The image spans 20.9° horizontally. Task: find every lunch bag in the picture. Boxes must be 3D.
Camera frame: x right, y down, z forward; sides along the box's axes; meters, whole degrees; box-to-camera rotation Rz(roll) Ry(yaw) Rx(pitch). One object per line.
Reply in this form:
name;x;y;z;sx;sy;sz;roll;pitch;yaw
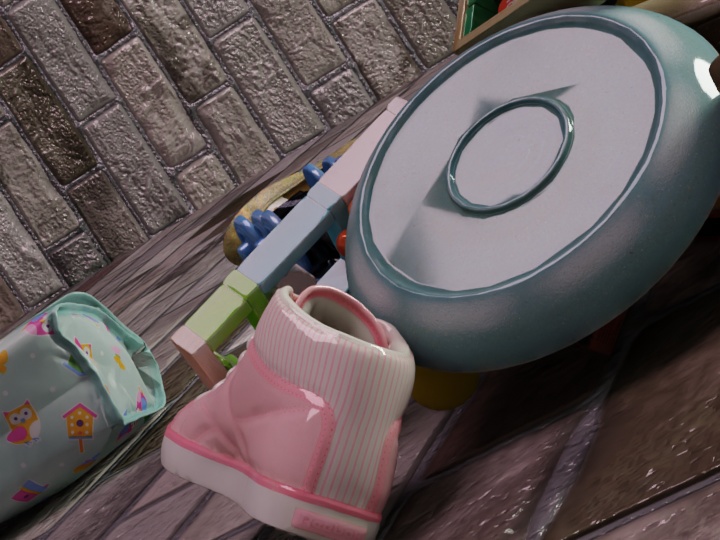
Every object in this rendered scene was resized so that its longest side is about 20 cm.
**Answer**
lunch bag;-0.245;0.105;1.457;0.170;0.122;0.200;-34;-1;6

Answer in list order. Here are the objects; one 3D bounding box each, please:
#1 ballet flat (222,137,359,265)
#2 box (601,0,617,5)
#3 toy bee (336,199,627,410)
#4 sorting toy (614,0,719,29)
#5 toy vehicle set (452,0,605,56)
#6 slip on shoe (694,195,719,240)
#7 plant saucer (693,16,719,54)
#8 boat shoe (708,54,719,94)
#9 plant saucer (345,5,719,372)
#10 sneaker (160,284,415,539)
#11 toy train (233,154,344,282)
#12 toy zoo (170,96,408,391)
ballet flat;-0.052;-0.069;1.995;0.200;0.071;0.071;-34;8;-10
box;0.158;-0.261;1.094;0.197;0.124;0.200;-53;29;29
toy bee;0.045;0.004;0.941;0.200;0.109;0.131;147;139;-64
sorting toy;0.208;-0.138;0.989;0.185;0.036;0.200;-19;-7;28
toy vehicle set;0.104;-0.209;0.981;0.124;0.027;0.200;-31;43;49
slip on shoe;0.162;-0.042;0.950;0.074;0.061;0.200;-22;-6;-1
plant saucer;0.235;-0.110;0.978;0.200;0.037;0.200;-14;-6;-2
boat shoe;0.215;-0.066;0.855;0.072;0.068;0.200;-35;-16;34
plant saucer;0.071;-0.046;0.872;0.200;0.027;0.200;-24;43;25
sneaker;-0.030;0.058;0.876;0.200;0.075;0.105;-172;97;-70
toy train;-0.012;-0.007;1.230;0.087;0.114;0.200;-38;8;-10
toy zoo;0.000;0.000;1.004;0.020;0.131;0.200;33;73;36
